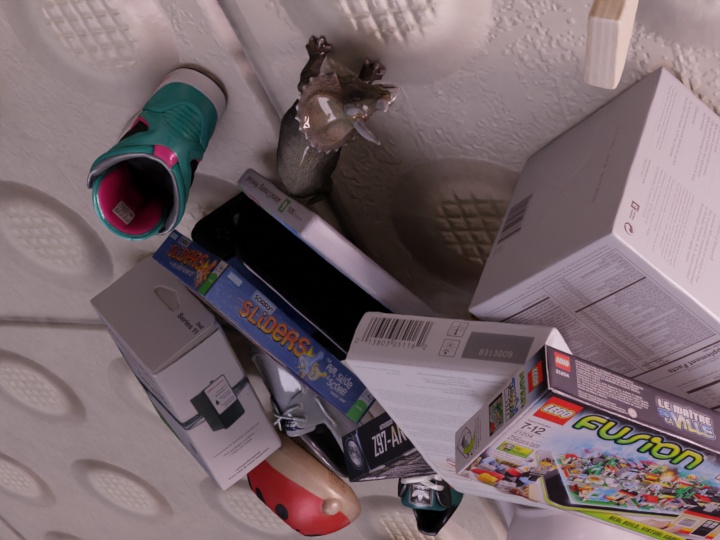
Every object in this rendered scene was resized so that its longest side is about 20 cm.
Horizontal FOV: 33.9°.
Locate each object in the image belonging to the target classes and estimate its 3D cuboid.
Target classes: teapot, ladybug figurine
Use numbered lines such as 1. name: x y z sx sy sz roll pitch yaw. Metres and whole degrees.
1. teapot: 0.218 0.241 1.118 0.198 0.197 0.148 -18 91 11
2. ladybug figurine: -0.070 0.234 1.290 0.135 0.072 0.200 41 172 -19

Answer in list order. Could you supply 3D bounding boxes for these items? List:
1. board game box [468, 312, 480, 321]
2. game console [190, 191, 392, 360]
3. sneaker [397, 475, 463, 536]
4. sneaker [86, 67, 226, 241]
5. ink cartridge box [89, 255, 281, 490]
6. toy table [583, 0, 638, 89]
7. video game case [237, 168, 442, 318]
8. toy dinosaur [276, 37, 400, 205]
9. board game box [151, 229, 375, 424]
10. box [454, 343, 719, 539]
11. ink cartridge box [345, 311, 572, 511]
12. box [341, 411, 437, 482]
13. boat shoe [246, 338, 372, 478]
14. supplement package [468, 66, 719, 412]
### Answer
1. board game box: 0.138 0.062 0.937 0.095 0.030 0.200 27 -171 -2
2. game console: -0.060 0.034 1.049 0.200 0.117 0.175 43 141 -19
3. sneaker: 0.074 0.199 1.208 0.070 0.080 0.201 9 141 22
4. sneaker: -0.183 -0.071 0.992 0.083 0.122 0.200 32 145 -9
5. ink cartridge box: -0.175 0.104 1.196 0.146 0.083 0.201 39 158 42
6. toy table: 0.148 -0.202 0.621 0.198 0.118 0.185 7 141 27
7. video game case: 0.000 0.000 0.952 0.199 0.022 0.182 39 179 -26
8. toy dinosaur: -0.034 -0.102 0.876 0.076 0.103 0.200 31 144 -7
9. board game box: -0.085 0.050 1.055 0.200 0.035 0.135 44 171 -32
10. box: 0.173 0.122 0.771 0.198 0.035 0.110 21 135 -18
11. ink cartridge box: 0.102 0.109 0.864 0.158 0.048 0.200 2 145 37
12. box: 0.105 0.143 1.056 0.198 0.044 0.160 0 157 -31
13. boat shoe: -0.053 0.142 1.224 0.069 0.072 0.201 -11 131 40
14. supplement package: 0.210 0.004 0.813 0.199 0.153 0.150 36 144 -15
